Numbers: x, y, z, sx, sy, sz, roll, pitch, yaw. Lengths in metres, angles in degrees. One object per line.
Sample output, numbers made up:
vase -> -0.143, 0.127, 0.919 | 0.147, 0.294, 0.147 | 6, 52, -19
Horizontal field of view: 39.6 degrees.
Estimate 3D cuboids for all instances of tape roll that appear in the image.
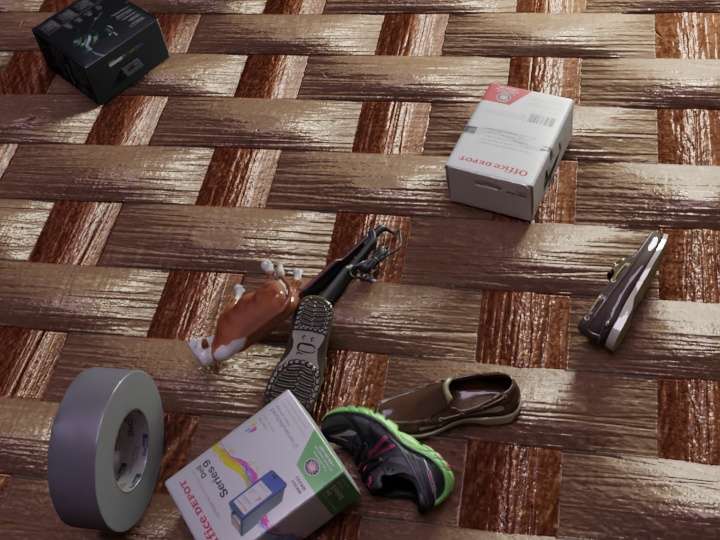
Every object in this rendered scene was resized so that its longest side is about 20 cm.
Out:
tape roll -> -0.319, 0.226, 1.274 | 0.065, 0.201, 0.202 | 2, 52, 12

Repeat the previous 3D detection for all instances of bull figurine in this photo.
bull figurine -> -0.161, 0.064, 1.429 | 0.199, 0.065, 0.122 | -29, 33, 29

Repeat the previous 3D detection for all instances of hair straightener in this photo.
hair straightener -> 0.000, 0.000, 1.508 | 0.077, 0.041, 0.200 | 33, 59, 30

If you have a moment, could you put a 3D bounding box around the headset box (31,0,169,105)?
headset box -> -0.484, -0.426, 1.887 | 0.199, 0.093, 0.174 | 34, 64, 30

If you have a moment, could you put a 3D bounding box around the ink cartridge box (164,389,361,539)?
ink cartridge box -> -0.123, 0.274, 1.257 | 0.199, 0.088, 0.146 | -36, 55, -5

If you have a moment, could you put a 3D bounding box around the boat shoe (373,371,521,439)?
boat shoe -> 0.112, 0.168, 1.325 | 0.199, 0.075, 0.075 | -11, 51, 1

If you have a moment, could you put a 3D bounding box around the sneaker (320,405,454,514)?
sneaker -> 0.023, 0.241, 1.283 | 0.198, 0.077, 0.084 | 25, 56, 28

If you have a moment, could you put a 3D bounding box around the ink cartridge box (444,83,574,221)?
ink cartridge box -> 0.237, -0.189, 1.580 | 0.145, 0.083, 0.201 | 17, 56, 22

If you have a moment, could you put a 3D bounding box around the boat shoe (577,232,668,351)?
boat shoe -> 0.371, 0.019, 1.403 | 0.059, 0.072, 0.201 | 24, 65, 22

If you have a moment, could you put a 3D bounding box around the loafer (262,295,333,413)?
loafer -> -0.081, 0.137, 1.392 | 0.075, 0.068, 0.202 | 18, 72, 7
